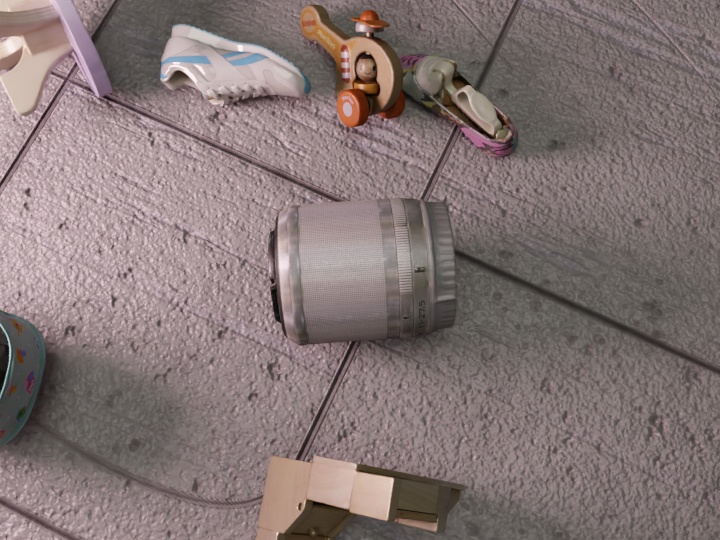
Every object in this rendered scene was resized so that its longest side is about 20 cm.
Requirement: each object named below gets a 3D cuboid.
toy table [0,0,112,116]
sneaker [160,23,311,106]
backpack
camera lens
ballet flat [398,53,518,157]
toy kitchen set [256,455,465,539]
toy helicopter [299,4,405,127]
[{"bbox_3d":[-0.409,-0.295,0.949,0.117,0.184,0.200,-27,87,-16],"label":"toy table"},{"bbox_3d":[-0.161,-0.250,0.987,0.200,0.077,0.081,17,85,11],"label":"sneaker"},{"bbox_3d":[-0.456,0.113,0.846,0.200,0.153,0.176,12,78,13],"label":"backpack"},{"bbox_3d":[0.000,0.000,0.871,0.200,0.160,0.160,-4,75,-1],"label":"camera lens"},{"bbox_3d":[0.124,-0.224,0.975,0.200,0.071,0.069,42,80,10],"label":"ballet flat"},{"bbox_3d":[0.012,0.299,0.801,0.163,0.200,0.181,21,72,-38],"label":"toy kitchen set"},{"bbox_3d":[-0.015,-0.285,0.972,0.079,0.132,0.200,-20,55,-34],"label":"toy helicopter"}]
